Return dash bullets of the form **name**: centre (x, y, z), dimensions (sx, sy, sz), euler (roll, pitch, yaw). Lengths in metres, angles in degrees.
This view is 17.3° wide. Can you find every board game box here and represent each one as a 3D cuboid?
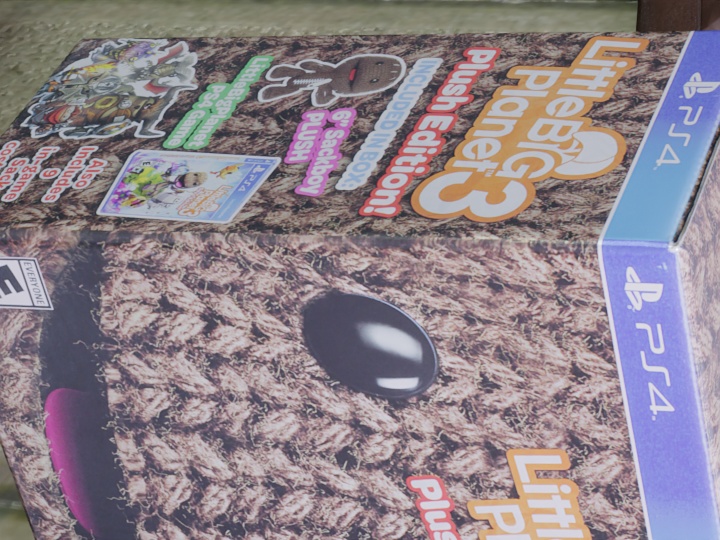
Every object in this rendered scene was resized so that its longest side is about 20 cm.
- **board game box**: centre (0.011, 0.029, 0.632), dimensions (0.199, 0.160, 0.097), euler (1, 36, 23)

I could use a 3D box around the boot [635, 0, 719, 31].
- **boot**: centre (0.108, -0.122, 0.923), dimensions (0.186, 0.064, 0.201), euler (-33, 42, 37)
